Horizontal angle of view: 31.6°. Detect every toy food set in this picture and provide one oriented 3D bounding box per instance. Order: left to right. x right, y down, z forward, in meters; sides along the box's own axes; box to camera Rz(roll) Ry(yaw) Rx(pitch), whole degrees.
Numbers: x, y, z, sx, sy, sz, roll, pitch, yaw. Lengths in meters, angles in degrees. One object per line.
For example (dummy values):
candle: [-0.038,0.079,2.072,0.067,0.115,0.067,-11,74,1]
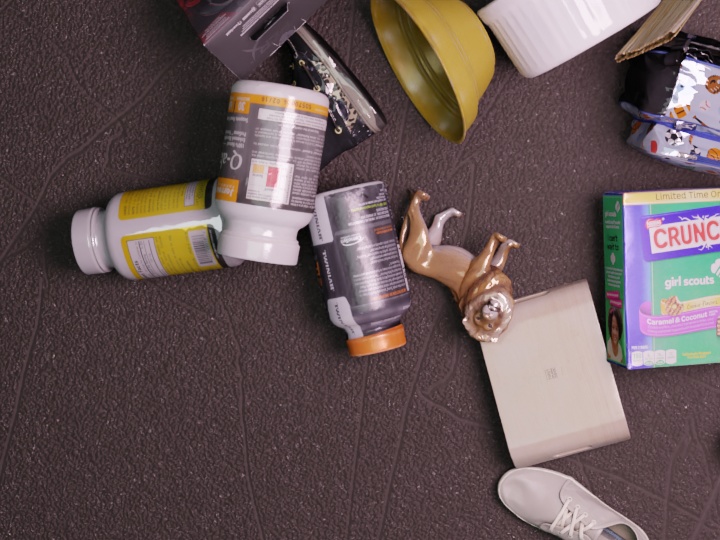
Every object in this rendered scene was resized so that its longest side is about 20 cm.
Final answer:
toy food set: [0.230,0.124,1.534,0.143,0.060,0.201,-16,83,10]

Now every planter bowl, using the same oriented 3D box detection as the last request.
planter bowl: [0.098,-0.253,1.469,0.083,0.200,0.201,-31,89,-9]

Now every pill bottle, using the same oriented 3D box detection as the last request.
pill bottle: [-0.247,-0.048,1.562,0.199,0.111,0.112,-7,92,9]
pill bottle: [-0.105,-0.112,1.464,0.116,0.116,0.201,9,92,8]
pill bottle: [0.000,0.000,1.530,0.106,0.106,0.201,-13,91,9]

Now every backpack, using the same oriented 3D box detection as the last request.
backpack: [0.395,-0.183,1.424,0.190,0.200,0.155,7,106,-2]

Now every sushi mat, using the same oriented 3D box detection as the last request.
sushi mat: [0.360,-0.305,1.414,0.012,0.096,0.200,49,61,-15]

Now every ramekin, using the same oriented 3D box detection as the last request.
ramekin: [0.240,-0.300,1.434,0.200,0.200,0.098,-29,97,9]

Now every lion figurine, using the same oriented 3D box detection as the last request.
lion figurine: [0.110,-0.007,1.527,0.200,0.072,0.123,32,96,28]

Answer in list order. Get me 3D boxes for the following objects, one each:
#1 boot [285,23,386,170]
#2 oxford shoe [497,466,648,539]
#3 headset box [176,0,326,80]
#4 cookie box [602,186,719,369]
boot: [-0.084,-0.208,1.549,0.154,0.073,0.204,-41,86,12]
oxford shoe: [0.259,0.299,1.535,0.200,0.058,0.075,29,100,8]
headset box: [-0.131,-0.327,1.488,0.149,0.075,0.200,-42,43,9]
cookie box: [0.370,0.005,1.466,0.170,0.075,0.201,-4,93,-11]
